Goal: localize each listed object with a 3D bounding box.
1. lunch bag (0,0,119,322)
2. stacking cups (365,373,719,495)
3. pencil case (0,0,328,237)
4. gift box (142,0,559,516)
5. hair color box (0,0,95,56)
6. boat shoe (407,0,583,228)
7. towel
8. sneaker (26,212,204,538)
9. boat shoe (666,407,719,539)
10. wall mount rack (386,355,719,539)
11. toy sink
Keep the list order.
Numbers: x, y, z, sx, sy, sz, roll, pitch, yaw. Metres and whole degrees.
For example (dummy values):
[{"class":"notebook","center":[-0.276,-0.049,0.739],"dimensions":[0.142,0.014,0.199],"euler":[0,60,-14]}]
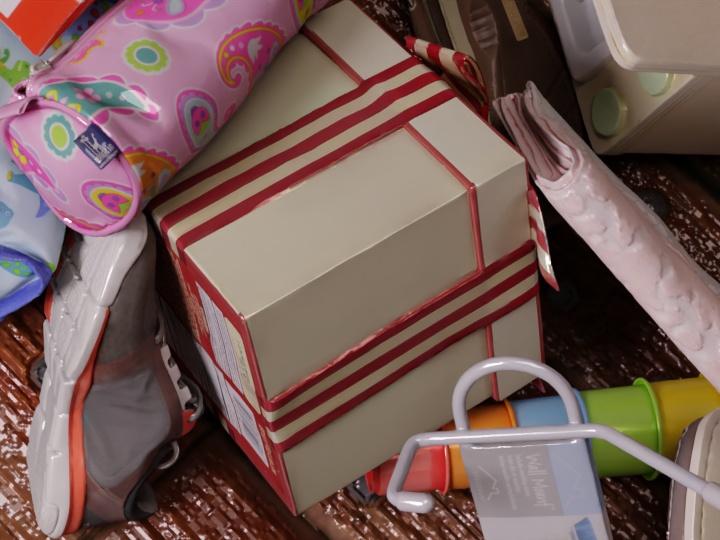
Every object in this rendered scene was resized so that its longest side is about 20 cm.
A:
[{"class":"lunch bag","center":[-0.217,-0.061,0.966],"dimensions":[0.127,0.200,0.171],"euler":[26,64,-27]},{"class":"stacking cups","center":[0.100,0.093,1.023],"dimensions":[0.199,0.061,0.061],"euler":[-5,68,-5]},{"class":"pencil case","center":[-0.090,-0.107,0.894],"dimensions":[0.087,0.088,0.200],"euler":[34,56,6]},{"class":"gift box","center":[0.000,0.000,0.959],"dimensions":[0.186,0.185,0.200],"euler":[-31,55,-17]},{"class":"hair color box","center":[-0.130,-0.212,0.910],"dimensions":[0.111,0.064,0.200],"euler":[45,55,-9]},{"class":"boat shoe","center":[0.072,-0.119,1.100],"dimensions":[0.075,0.075,0.203],"euler":[-14,88,-40]},{"class":"towel","center":[0.153,-0.005,0.972],"dimensions":[0.032,0.191,0.200],"euler":[-41,108,10]},{"class":"sneaker","center":[-0.118,0.050,0.947],"dimensions":[0.082,0.201,0.077],"euler":[2,37,-21]},{"class":"boat shoe","center":[0.185,0.174,0.974],"dimensions":[0.072,0.059,0.201],"euler":[2,79,-32]},{"class":"wall mount rack","center":[0.112,0.139,0.912],"dimensions":[0.173,0.201,0.075],"euler":[-4,35,20]},{"class":"toy sink","center":[0.184,-0.146,1.077],"dimensions":[0.199,0.112,0.131],"euler":[-2,66,-31]}]
